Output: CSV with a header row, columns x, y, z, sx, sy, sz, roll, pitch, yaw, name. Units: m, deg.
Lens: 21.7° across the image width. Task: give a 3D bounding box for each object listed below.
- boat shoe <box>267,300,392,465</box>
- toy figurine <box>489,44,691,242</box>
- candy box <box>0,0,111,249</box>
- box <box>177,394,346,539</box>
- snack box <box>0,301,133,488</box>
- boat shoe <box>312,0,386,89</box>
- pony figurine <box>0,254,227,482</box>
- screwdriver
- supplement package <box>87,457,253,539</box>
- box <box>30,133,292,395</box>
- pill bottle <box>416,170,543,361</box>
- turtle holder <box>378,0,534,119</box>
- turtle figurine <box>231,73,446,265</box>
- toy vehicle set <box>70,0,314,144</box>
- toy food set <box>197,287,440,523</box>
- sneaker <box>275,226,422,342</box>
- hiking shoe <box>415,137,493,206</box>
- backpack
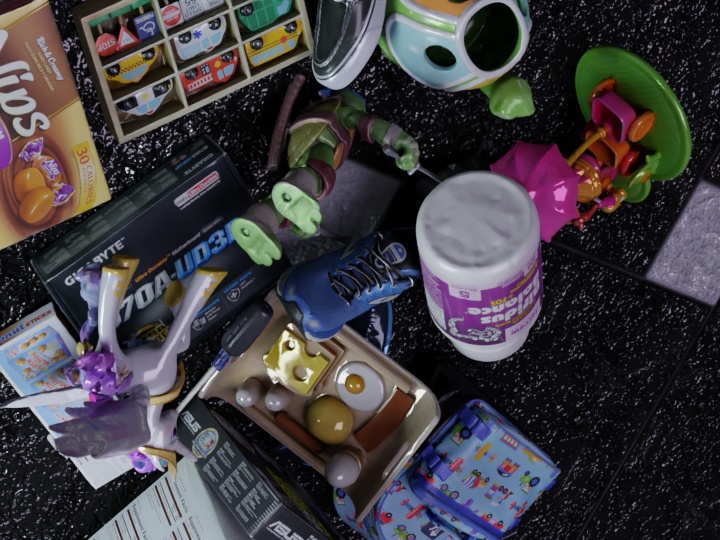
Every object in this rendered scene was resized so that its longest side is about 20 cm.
x,y,z,sx,sy,sz,roll,pitch,yaw,name
-0.030,0.107,1.837,0.068,0.084,0.201,10,108,-34,boat shoe
0.199,-0.091,1.812,0.184,0.150,0.201,-36,156,-23,toy figurine
-0.291,-0.129,1.556,0.116,0.056,0.201,-25,128,-17,candy box
-0.086,0.219,1.788,0.044,0.200,0.160,-46,130,-1,box
-0.263,0.118,1.727,0.072,0.024,0.201,-29,129,1,snack box
-0.011,-0.260,1.632,0.068,0.073,0.201,14,102,-41,boat shoe
-0.211,0.091,1.629,0.192,0.166,0.202,1,103,-39,pony figurine
-0.143,0.104,1.773,0.201,0.029,0.028,-54,172,23,screwdriver
-0.164,0.326,1.818,0.200,0.147,0.191,-40,131,7,supplement package
-0.177,-0.004,1.704,0.199,0.046,0.159,-36,130,-9,box
0.113,0.004,1.730,0.112,0.112,0.200,-34,152,-11,pill bottle
0.087,-0.215,1.691,0.140,0.132,0.187,-17,124,-23,turtle holder
-0.015,-0.067,1.676,0.194,0.143,0.201,-49,133,-47,turtle figurine
-0.141,-0.207,1.622,0.199,0.027,0.125,-27,127,-16,toy vehicle set
-0.040,0.127,1.774,0.199,0.060,0.144,37,114,3,toy food set
0.000,0.000,1.740,0.089,0.079,0.200,-37,176,41,sneaker
0.136,-0.034,1.862,0.100,0.076,0.201,-35,128,-6,hiking shoe
0.080,0.218,1.937,0.200,0.135,0.183,-45,129,2,backpack
